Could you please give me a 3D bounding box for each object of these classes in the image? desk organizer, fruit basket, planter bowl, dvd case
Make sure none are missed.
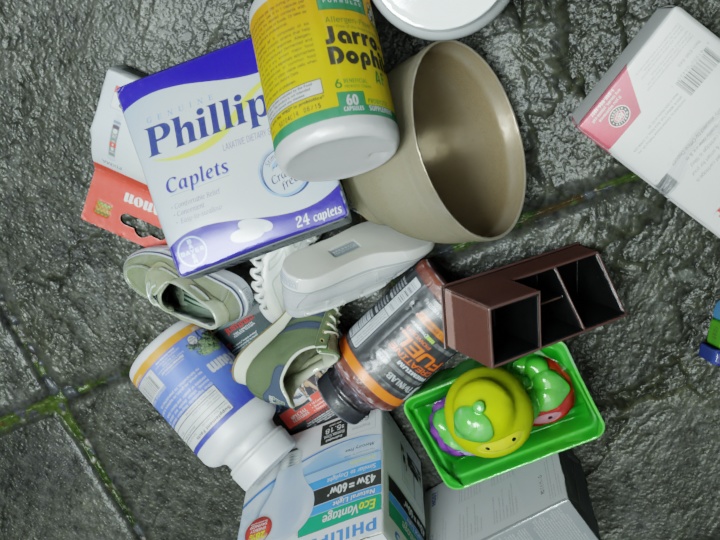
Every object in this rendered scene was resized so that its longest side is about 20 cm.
[{"bbox_3d":[0.188,0.034,0.816,0.199,0.077,0.072,-16,111,-27],"label":"desk organizer"},{"bbox_3d":[0.156,0.162,0.857,0.215,0.216,0.156,-26,104,16],"label":"fruit basket"},{"bbox_3d":[0.063,-0.118,0.792,0.134,0.200,0.201,-12,110,41],"label":"planter bowl"},{"bbox_3d":[-0.071,0.117,0.968,0.146,0.022,0.200,-35,102,17],"label":"dvd case"}]

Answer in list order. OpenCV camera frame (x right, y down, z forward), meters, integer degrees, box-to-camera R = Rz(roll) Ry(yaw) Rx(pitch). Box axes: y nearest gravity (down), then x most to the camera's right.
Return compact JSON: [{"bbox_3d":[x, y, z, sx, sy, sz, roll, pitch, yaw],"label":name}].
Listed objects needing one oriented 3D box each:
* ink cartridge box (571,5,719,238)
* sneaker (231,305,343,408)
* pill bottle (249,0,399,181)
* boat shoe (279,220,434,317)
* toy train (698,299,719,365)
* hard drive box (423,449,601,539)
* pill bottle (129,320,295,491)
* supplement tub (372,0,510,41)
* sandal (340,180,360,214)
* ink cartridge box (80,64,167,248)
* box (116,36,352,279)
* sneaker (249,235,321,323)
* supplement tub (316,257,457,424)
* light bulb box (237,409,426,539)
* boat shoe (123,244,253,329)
[{"bbox_3d":[0.341,-0.150,0.782,0.200,0.085,0.146,36,110,-4],"label":"ink cartridge box"},{"bbox_3d":[-0.048,0.071,0.869,0.090,0.067,0.200,31,71,33],"label":"sneaker"},{"bbox_3d":[-0.037,-0.191,0.680,0.112,0.113,0.201,-14,78,13],"label":"pill bottle"},{"bbox_3d":[0.000,0.000,0.847,0.072,0.199,0.069,36,135,32],"label":"boat shoe"},{"bbox_3d":[0.491,0.068,0.846,0.199,0.085,0.117,9,97,5],"label":"toy train"},{"bbox_3d":[0.174,0.297,0.926,0.199,0.156,0.077,-33,103,18],"label":"hard drive box"},{"bbox_3d":[-0.173,0.163,0.924,0.200,0.112,0.112,45,110,9],"label":"pill bottle"},{"bbox_3d":[0.077,-0.290,0.708,0.144,0.200,0.146,2,110,7],"label":"supplement tub"},{"bbox_3d":[-0.024,-0.140,0.856,0.075,0.048,0.201,-30,102,16],"label":"sandal"},{"bbox_3d":[-0.242,-0.114,0.896,0.161,0.050,0.201,24,108,0],"label":"ink cartridge box"},{"bbox_3d":[-0.125,-0.116,0.790,0.183,0.105,0.201,-20,90,2],"label":"box"},{"bbox_3d":[-0.083,-0.033,0.880,0.080,0.075,0.201,3,104,8],"label":"sneaker"},{"bbox_3d":[0.042,0.088,0.886,0.107,0.107,0.200,43,102,-8],"label":"supplement tub"},{"bbox_3d":[-0.032,0.297,0.920,0.197,0.200,0.125,-24,119,15],"label":"light bulb box"},{"bbox_3d":[-0.216,0.018,0.895,0.199,0.062,0.072,12,117,33],"label":"boat shoe"}]
